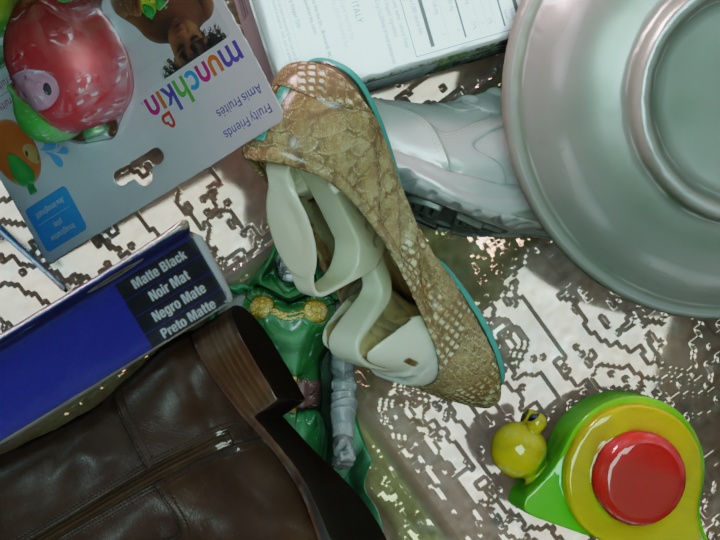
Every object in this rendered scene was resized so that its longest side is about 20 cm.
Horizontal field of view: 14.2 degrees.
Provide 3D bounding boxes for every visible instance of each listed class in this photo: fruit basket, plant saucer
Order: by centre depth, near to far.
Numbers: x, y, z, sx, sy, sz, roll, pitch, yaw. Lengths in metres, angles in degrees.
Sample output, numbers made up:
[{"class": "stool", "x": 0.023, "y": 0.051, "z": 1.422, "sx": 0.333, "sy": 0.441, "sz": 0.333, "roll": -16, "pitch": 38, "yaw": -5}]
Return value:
[{"class": "fruit basket", "x": -0.139, "y": -0.116, "z": 1.229, "sx": 0.094, "sy": 0.185, "sz": 0.200, "roll": -23, "pitch": 88, "yaw": -44}, {"class": "plant saucer", "x": 0.162, "y": -0.076, "z": 1.240, "sx": 0.200, "sy": 0.050, "sz": 0.201, "roll": -1, "pitch": 97, "yaw": -11}]

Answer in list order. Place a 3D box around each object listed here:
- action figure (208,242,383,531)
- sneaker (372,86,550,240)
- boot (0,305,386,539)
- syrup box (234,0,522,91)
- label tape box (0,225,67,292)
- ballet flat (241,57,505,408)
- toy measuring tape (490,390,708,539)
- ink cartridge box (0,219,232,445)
[{"class": "action figure", "x": -0.037, "y": 0.079, "z": 1.292, "sx": 0.118, "sy": 0.055, "sz": 0.200, "roll": 3, "pitch": 85, "yaw": -2}, {"class": "sneaker", "x": 0.081, "y": -0.060, "z": 1.298, "sx": 0.200, "sy": 0.078, "sz": 0.100, "roll": 14, "pitch": 82, "yaw": -14}, {"class": "boot", "x": -0.093, "y": 0.139, "z": 1.239, "sx": 0.200, "sy": 0.064, "sz": 0.187, "roll": -32, "pitch": 68, "yaw": 14}, {"class": "syrup box", "x": 0.046, "y": -0.135, "z": 1.286, "sx": 0.200, "sy": 0.079, "sz": 0.082, "roll": -17, "pitch": 91, "yaw": -5}, {"class": "label tape box", "x": -0.216, "y": -0.043, "z": 1.229, "sx": 0.063, "sy": 0.144, "sz": 0.200, "roll": -44, "pitch": 93, "yaw": -4}, {"class": "ballet flat", "x": 0.000, "y": 0.000, "z": 1.252, "sx": 0.065, "sy": 0.070, "sz": 0.200, "roll": -48, "pitch": 126, "yaw": -28}, {"class": "toy measuring tape", "x": 0.153, "y": 0.101, "z": 1.303, "sx": 0.200, "sy": 0.074, "sz": 0.074, "roll": 20, "pitch": 88, "yaw": -14}, {"class": "ink cartridge box", "x": -0.147, "y": 0.047, "z": 1.207, "sx": 0.199, "sy": 0.200, "sz": 0.041, "roll": -32, "pitch": 92, "yaw": -4}]
